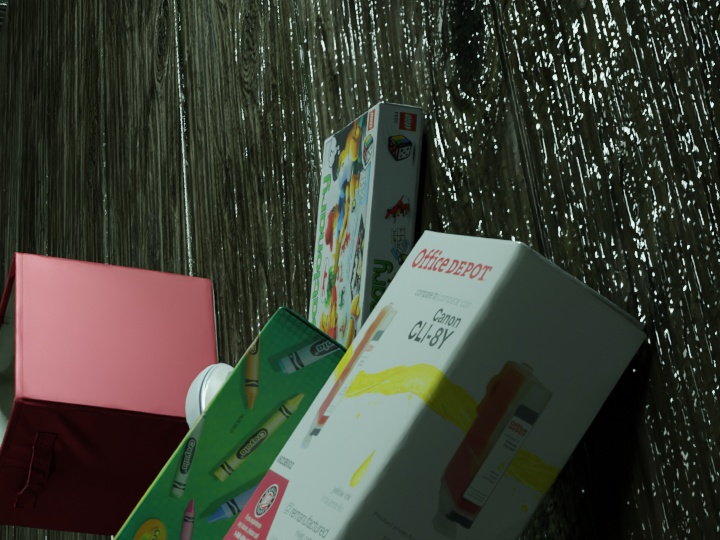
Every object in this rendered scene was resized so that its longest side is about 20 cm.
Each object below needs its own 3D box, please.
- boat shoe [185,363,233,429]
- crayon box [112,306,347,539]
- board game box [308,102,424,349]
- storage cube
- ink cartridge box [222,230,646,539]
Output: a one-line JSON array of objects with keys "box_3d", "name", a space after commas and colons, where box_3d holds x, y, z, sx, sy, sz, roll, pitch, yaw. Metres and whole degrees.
[{"box_3d": [-0.081, 0.128, 1.613, 0.070, 0.071, 0.200, -43, 29, 21], "name": "boat shoe"}, {"box_3d": [-0.091, 0.129, 1.350, 0.200, 0.058, 0.119, -55, 1, -24], "name": "crayon box"}, {"box_3d": [0.000, 0.000, 1.435, 0.126, 0.035, 0.200, 153, 123, -71], "name": "board game box"}, {"box_3d": [-0.229, 0.114, 1.893, 0.200, 0.180, 0.171, -99, 24, -43], "name": "storage cube"}, {"box_3d": [0.032, 0.084, 1.069, 0.200, 0.083, 0.145, -57, 16, -7], "name": "ink cartridge box"}]
